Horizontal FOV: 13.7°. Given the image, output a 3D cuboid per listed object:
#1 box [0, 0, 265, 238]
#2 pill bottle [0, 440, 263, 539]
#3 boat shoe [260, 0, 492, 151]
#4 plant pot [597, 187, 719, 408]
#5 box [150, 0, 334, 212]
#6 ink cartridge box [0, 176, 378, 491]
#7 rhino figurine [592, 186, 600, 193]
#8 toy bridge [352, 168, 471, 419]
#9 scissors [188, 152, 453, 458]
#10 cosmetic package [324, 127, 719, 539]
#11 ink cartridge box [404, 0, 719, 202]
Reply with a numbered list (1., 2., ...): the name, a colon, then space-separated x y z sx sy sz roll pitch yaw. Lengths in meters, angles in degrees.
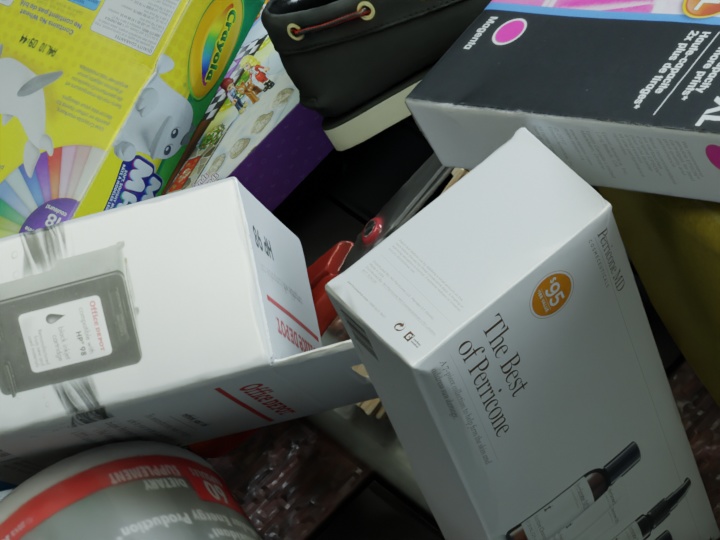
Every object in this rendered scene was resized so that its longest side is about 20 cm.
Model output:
1. box: -0.132 -0.042 1.150 0.117 0.048 0.201 24 81 35
2. pill bottle: -0.051 0.162 0.990 0.114 0.114 0.200 -32 53 -6
3. boat shoe: 0.055 -0.117 1.069 0.201 0.063 0.074 -29 15 22
4. plant pot: 0.183 -0.031 1.013 0.200 0.200 0.176 -40 42 -12
5. box: -0.066 -0.082 1.184 0.200 0.039 0.137 -45 54 3
6. ink cartridge box: -0.080 0.023 1.027 0.199 0.116 0.067 -14 78 7
7. rhino figurine: 0.080 -0.106 1.169 0.087 0.060 0.201 -17 50 14
8. toy bridge: 0.055 -0.031 1.071 0.027 0.067 0.200 40 101 16
9. scissors: 0.000 0.000 1.084 0.200 0.014 0.073 -38 31 36
10. cosmetic package: 0.059 0.049 0.979 0.082 0.200 0.051 -40 53 -12
11. ink cartridge box: 0.110 -0.065 0.923 0.199 0.037 0.095 12 53 48
